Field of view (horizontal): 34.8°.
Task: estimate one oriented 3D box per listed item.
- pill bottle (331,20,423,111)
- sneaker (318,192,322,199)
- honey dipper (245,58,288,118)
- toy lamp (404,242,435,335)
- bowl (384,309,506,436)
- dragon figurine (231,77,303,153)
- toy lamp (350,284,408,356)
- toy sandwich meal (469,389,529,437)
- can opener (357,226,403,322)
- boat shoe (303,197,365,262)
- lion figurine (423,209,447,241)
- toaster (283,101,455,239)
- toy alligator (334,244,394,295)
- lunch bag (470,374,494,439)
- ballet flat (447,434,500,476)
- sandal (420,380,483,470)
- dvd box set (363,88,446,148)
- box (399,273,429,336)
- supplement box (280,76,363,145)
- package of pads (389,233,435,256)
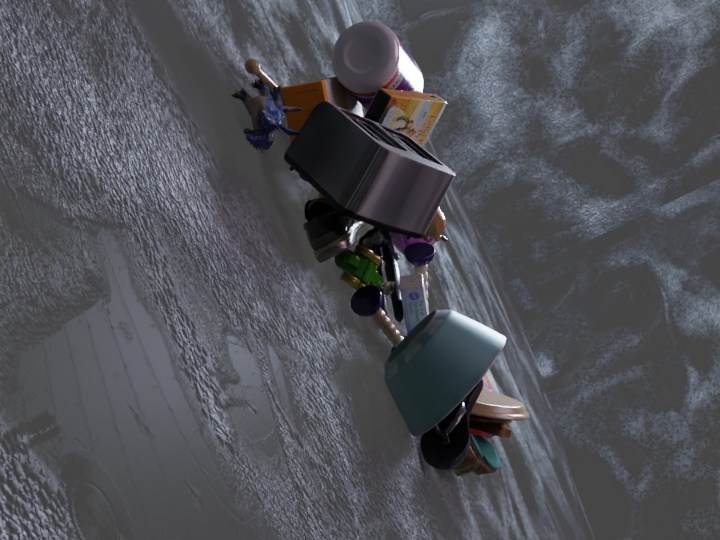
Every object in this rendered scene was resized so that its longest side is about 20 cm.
[{"bbox_3d":[0.034,-0.311,1.831,0.114,0.111,0.200,68,12,17],"label":"pill bottle"},{"bbox_3d":[-0.004,-0.115,1.889,0.076,0.087,0.200,62,10,-1],"label":"sneaker"},{"bbox_3d":[-0.130,-0.279,1.778,0.038,0.038,0.200,68,11,19],"label":"honey dipper"},{"bbox_3d":[0.103,0.055,1.926,0.058,0.057,0.202,-97,-179,-59],"label":"toy lamp"},{"bbox_3d":[0.109,0.136,1.691,0.105,0.201,0.201,43,13,-2],"label":"bowl"},{"bbox_3d":[-0.122,-0.204,1.597,0.101,0.058,0.200,67,12,10],"label":"dragon figurine"},{"bbox_3d":[0.050,0.098,1.766,0.200,0.058,0.059,51,17,-48],"label":"toy lamp"},{"bbox_3d":[0.183,0.237,1.883,0.205,0.202,0.071,-5,107,-78],"label":"toy sandwich meal"},{"bbox_3d":[0.041,0.007,1.897,0.079,0.063,0.202,54,15,-45],"label":"can opener"},{"bbox_3d":[-0.040,-0.079,1.677,0.074,0.074,0.200,60,12,-14],"label":"boat shoe"},{"bbox_3d":[0.098,-0.113,1.814,0.201,0.072,0.123,55,3,-19],"label":"lion figurine"},{"bbox_3d":[0.016,-0.138,1.634,0.179,0.120,0.200,14,23,-44],"label":"toaster"},{"bbox_3d":[0.000,0.000,1.761,0.054,0.060,0.200,25,-5,22],"label":"toy alligator"},{"bbox_3d":[0.187,0.217,2.108,0.201,0.081,0.177,58,17,-25],"label":"lunch bag"},{"bbox_3d":[0.173,0.304,1.853,0.068,0.072,0.200,63,9,17],"label":"ballet flat"},{"bbox_3d":[0.135,0.218,1.750,0.201,0.075,0.043,-70,150,-45],"label":"sandal"},{"bbox_3d":[0.053,-0.215,1.823,0.029,0.147,0.199,36,20,22],"label":"dvd box set"},{"bbox_3d":[0.095,0.098,1.866,0.039,0.041,0.202,-89,171,-54],"label":"box"},{"bbox_3d":[-0.055,-0.240,1.823,0.200,0.072,0.128,-37,118,-71],"label":"supplement box"},{"bbox_3d":[0.047,-0.125,1.984,0.200,0.075,0.121,47,-17,38],"label":"package of pads"}]
